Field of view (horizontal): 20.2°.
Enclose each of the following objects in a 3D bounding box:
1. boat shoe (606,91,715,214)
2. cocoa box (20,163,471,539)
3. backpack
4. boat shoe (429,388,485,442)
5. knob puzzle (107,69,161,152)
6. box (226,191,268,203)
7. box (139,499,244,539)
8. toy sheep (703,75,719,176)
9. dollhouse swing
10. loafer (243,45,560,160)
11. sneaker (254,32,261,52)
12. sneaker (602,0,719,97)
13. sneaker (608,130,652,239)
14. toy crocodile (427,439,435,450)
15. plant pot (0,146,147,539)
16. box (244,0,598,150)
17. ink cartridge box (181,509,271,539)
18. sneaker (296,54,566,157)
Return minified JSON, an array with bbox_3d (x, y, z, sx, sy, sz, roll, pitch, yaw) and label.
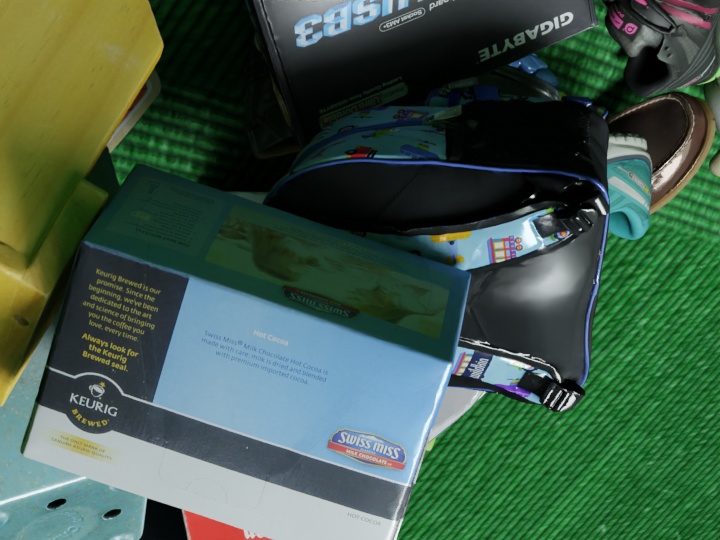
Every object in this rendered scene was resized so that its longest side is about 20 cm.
[{"bbox_3d":[0.163,-0.059,1.447,0.200,0.070,0.070,-41,146,27],"label":"boat shoe"},{"bbox_3d":[-0.056,0.048,1.071,0.200,0.133,0.131,18,112,0],"label":"cocoa box"},{"bbox_3d":[0.040,-0.019,1.183,0.200,0.135,0.183,3,130,3],"label":"backpack"},{"bbox_3d":[0.018,0.111,1.483,0.200,0.071,0.070,-38,170,22],"label":"boat shoe"},{"bbox_3d":[-0.210,-0.093,1.201,0.219,0.030,0.220,-19,141,-16],"label":"knob puzzle"},{"bbox_3d":[0.000,0.000,1.350,0.200,0.124,0.098,2,90,-36],"label":"box"},{"bbox_3d":[-0.169,0.188,1.356,0.182,0.200,0.104,9,135,0],"label":"box"},{"bbox_3d":[0.313,-0.132,1.436,0.138,0.138,0.200,7,136,-39],"label":"toy sheep"},{"bbox_3d":[-0.228,-0.074,1.100,0.200,0.176,0.182,28,143,-3],"label":"dollhouse swing"},{"bbox_3d":[0.025,-0.094,1.264,0.200,0.072,0.073,3,159,1],"label":"loafer"},{"bbox_3d":[0.032,-0.181,1.234,0.200,0.073,0.085,-15,129,-29],"label":"sneaker"},{"bbox_3d":[0.205,-0.184,1.348,0.084,0.077,0.200,-28,142,-11],"label":"sneaker"},{"bbox_3d":[0.117,-0.047,1.316,0.200,0.080,0.077,-7,179,-34],"label":"sneaker"},{"bbox_3d":[-0.027,0.169,1.598,0.200,0.062,0.068,-37,142,8],"label":"toy crocodile"},{"bbox_3d":[-0.215,0.076,1.224,0.196,0.200,0.196,-16,150,-20],"label":"plant pot"},{"bbox_3d":[0.027,-0.187,1.149,0.200,0.050,0.199,-23,132,-7],"label":"box"},{"bbox_3d":[-0.053,0.138,1.335,0.045,0.176,0.200,-23,165,26],"label":"ink cartridge box"},{"bbox_3d":[0.045,-0.099,1.353,0.199,0.071,0.083,-18,161,-20],"label":"sneaker"}]
